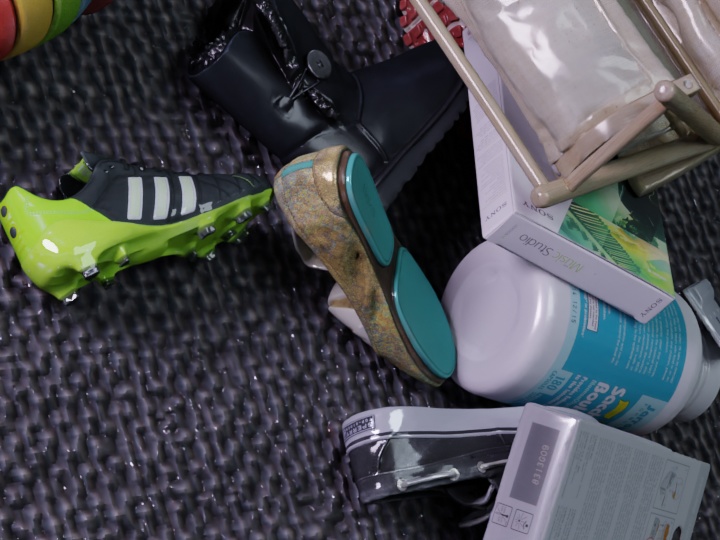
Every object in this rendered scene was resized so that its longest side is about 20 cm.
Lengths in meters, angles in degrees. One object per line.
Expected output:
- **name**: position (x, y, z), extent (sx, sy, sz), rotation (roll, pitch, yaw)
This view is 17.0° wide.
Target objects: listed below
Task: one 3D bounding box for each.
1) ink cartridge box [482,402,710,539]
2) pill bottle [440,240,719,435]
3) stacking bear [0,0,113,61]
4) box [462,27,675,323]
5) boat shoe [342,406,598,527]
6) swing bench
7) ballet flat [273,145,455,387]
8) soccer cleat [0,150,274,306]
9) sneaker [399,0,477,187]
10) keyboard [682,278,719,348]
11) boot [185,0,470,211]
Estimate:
- **ink cartridge box**: position (0.149, 0.182, 1.574), extent (0.200, 0.047, 0.160), rotation (21, 85, -55)
- **pill bottle**: position (0.157, 0.051, 1.649), extent (0.200, 0.111, 0.111), rotation (17, 57, -37)
- **stacking bear**: position (-0.222, -0.167, 1.403), extent (0.121, 0.114, 0.200), rotation (50, 47, -11)
- **box**: position (0.139, -0.073, 1.621), extent (0.144, 0.036, 0.200), rotation (26, 41, -29)
- **boat shoe**: position (0.079, 0.127, 1.557), extent (0.199, 0.074, 0.068), rotation (6, 65, -41)
- **swing bench**: position (0.153, -0.159, 1.584), extent (0.200, 0.130, 0.199), rotation (-8, 62, -57)
- **ballet flat**: position (0.000, 0.000, 1.548), extent (0.200, 0.071, 0.071), rotation (62, 34, -39)
- **soccer cleat**: position (-0.131, -0.040, 1.453), extent (0.200, 0.068, 0.081), rotation (-18, 69, -48)
- **sneaker**: position (0.092, -0.148, 1.734), extent (0.082, 0.078, 0.200), rotation (-23, 94, -53)
- **keyboard**: position (0.258, 0.034, 1.758), extent (0.056, 0.011, 0.200), rotation (62, 11, 4)
- **boot**: position (-0.017, -0.139, 1.608), extent (0.168, 0.076, 0.200), rotation (50, 48, -17)
